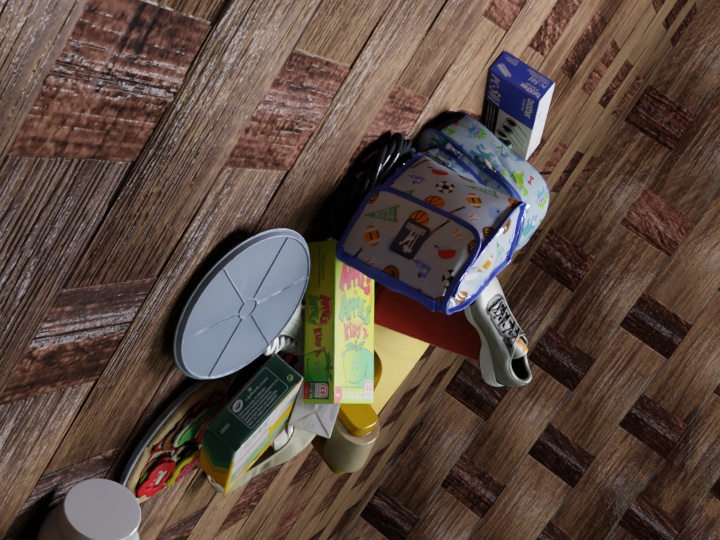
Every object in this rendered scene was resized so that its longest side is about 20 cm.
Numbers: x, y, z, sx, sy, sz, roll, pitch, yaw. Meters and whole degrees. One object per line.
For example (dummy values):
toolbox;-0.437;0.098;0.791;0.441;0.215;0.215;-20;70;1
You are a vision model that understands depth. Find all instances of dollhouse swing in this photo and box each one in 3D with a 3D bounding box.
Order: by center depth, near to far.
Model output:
dollhouse swing;-0.008;0.159;2.046;0.201;0.175;0.182;-52;125;-8

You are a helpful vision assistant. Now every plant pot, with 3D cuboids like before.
plant pot;0.126;0.025;1.811;0.200;0.198;0.178;-5;115;-89

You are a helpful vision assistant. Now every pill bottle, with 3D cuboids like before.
pill bottle;-0.310;0.327;1.246;0.113;0.113;0.201;-35;156;-54

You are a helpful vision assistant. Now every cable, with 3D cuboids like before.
cable;0.021;-0.101;1.495;0.164;0.051;0.200;-59;162;1

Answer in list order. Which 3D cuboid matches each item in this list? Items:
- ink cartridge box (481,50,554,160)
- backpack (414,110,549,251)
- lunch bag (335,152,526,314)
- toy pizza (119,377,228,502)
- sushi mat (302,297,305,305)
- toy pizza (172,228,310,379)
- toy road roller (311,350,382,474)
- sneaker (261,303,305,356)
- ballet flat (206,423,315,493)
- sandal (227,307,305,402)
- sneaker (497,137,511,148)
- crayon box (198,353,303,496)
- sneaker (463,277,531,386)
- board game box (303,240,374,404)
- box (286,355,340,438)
ink cartridge box;0.242;-0.254;1.763;0.044;0.094;0.200;-50;165;-15
backpack;0.150;-0.096;1.604;0.147;0.199;0.184;-40;162;-44
lunch bag;0.088;-0.040;1.409;0.200;0.169;0.125;-42;150;-41
toy pizza;-0.226;0.219;1.415;0.201;0.032;0.201;-50;166;-18
sushi mat;0.000;0.000;1.604;0.200;0.095;0.012;-40;116;-48
toy pizza;-0.135;0.034;1.260;0.200;0.032;0.201;-38;149;-27
toy road roller;-0.018;0.202;1.771;0.145;0.201;0.123;-16;145;-33
sneaker;-0.096;0.060;1.431;0.082;0.075;0.200;-64;166;5
ballet flat;-0.148;0.265;1.689;0.199;0.070;0.069;-37;167;4
sandal;-0.126;0.139;1.563;0.201;0.045;0.075;-53;167;-4
sneaker;0.193;-0.156;1.745;0.200;0.077;0.086;-91;-169;-66
crayon box;-0.141;0.197;1.414;0.126;0.051;0.200;-47;170;-26
sneaker;0.209;0.084;1.674;0.074;0.079;0.202;-36;119;-35
board game box;-0.026;0.069;1.445;0.101;0.047;0.202;12;77;-59
box;-0.067;0.162;1.587;0.200;0.060;0.118;178;-70;-81
